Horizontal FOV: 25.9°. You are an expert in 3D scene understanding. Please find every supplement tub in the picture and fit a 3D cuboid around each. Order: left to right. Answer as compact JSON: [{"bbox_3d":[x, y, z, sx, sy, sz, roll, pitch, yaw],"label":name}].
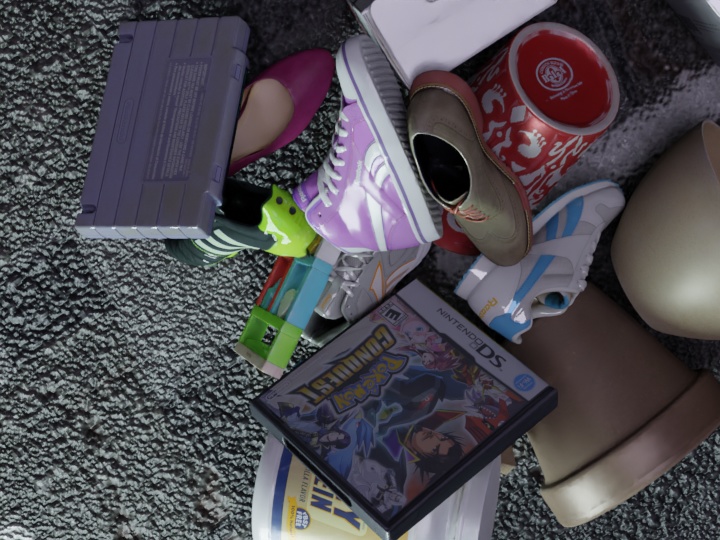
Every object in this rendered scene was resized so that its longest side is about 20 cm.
[{"bbox_3d":[0.016,0.200,1.372,0.197,0.144,0.146,9,104,12],"label":"supplement tub"}]

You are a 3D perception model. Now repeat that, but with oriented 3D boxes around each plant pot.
[{"bbox_3d":[0.218,0.111,1.456,0.199,0.200,0.175,-36,85,4],"label":"plant pot"},{"bbox_3d":[0.309,-0.016,1.428,0.134,0.201,0.201,-32,106,25],"label":"plant pot"}]

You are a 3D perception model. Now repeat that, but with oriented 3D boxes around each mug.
[{"bbox_3d":[0.132,-0.133,1.361,0.132,0.200,0.179,28,57,-10],"label":"mug"}]

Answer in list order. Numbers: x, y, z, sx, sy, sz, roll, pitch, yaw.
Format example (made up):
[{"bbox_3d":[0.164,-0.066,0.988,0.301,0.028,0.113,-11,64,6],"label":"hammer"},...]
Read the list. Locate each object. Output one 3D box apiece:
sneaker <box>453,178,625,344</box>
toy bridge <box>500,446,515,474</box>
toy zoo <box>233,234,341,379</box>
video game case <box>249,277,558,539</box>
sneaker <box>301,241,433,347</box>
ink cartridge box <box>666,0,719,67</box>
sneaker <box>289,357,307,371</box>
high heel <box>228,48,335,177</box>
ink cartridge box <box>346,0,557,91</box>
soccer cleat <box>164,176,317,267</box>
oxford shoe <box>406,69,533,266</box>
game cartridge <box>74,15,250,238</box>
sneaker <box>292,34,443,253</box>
[{"bbox_3d":[0.174,-0.009,1.402,0.199,0.077,0.081,-36,76,-28],"label":"sneaker"},{"bbox_3d":[0.069,0.217,1.477,0.067,0.027,0.200,14,135,-25],"label":"toy bridge"},{"bbox_3d":[-0.051,-0.007,1.401,0.020,0.131,0.202,26,87,-16],"label":"toy zoo"},{"bbox_3d":[0.037,0.113,1.333,0.199,0.180,0.026,-36,145,-24],"label":"video game case"},{"bbox_3d":[0.000,0.000,1.394,0.076,0.092,0.201,39,138,19],"label":"sneaker"},{"bbox_3d":[0.308,-0.270,1.373,0.084,0.146,0.200,-41,104,5],"label":"ink cartridge box"},{"bbox_3d":[0.025,0.081,1.443,0.198,0.079,0.090,-9,141,15],"label":"sneaker"},{"bbox_3d":[-0.103,-0.127,1.394,0.200,0.096,0.067,-44,88,6],"label":"high heel"},{"bbox_3d":[0.071,-0.233,1.333,0.146,0.200,0.083,-32,105,4],"label":"ink cartridge box"},{"bbox_3d":[-0.116,-0.047,1.380,0.081,0.199,0.068,42,61,-34],"label":"soccer cleat"},{"bbox_3d":[0.083,-0.064,1.271,0.070,0.075,0.201,-9,132,30],"label":"oxford shoe"},{"bbox_3d":[-0.168,-0.123,1.352,0.128,0.038,0.202,3,70,19],"label":"game cartridge"},{"bbox_3d":[-0.011,-0.091,1.267,0.113,0.073,0.202,-11,126,13],"label":"sneaker"}]
